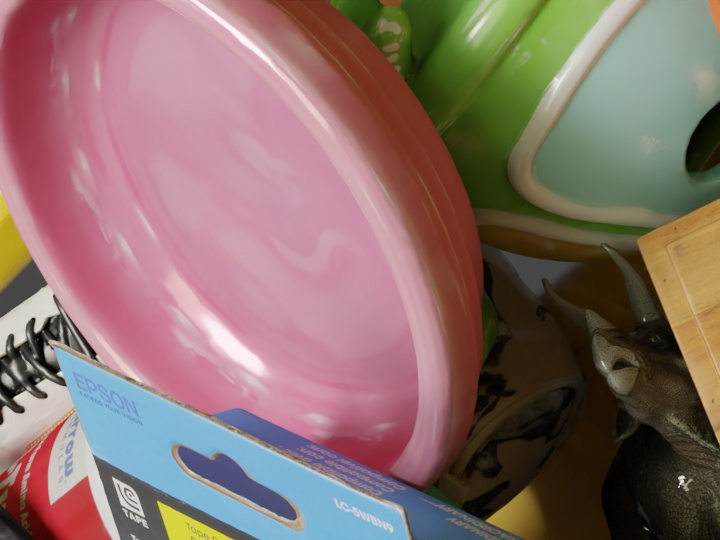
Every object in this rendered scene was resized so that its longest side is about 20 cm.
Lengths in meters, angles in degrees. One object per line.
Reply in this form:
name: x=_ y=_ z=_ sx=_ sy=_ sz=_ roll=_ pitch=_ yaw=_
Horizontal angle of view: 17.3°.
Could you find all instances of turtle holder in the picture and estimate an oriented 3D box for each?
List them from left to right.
turtle holder: x=0.060 y=-0.057 z=0.739 sx=0.186 sy=0.131 sz=0.141 roll=-59 pitch=12 yaw=-14

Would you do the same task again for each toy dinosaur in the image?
toy dinosaur: x=0.111 y=0.078 z=0.772 sx=0.200 sy=0.076 sz=0.103 roll=83 pitch=170 yaw=-59

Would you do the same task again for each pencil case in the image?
pencil case: x=0.000 y=0.000 z=0.846 sx=0.200 sy=0.089 sz=0.078 roll=52 pitch=143 yaw=21

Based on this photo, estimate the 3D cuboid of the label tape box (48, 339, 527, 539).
label tape box: x=0.000 y=0.104 z=0.691 sx=0.144 sy=0.063 sz=0.201 roll=21 pitch=136 yaw=40

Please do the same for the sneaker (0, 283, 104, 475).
sneaker: x=-0.123 y=0.044 z=0.968 sx=0.200 sy=0.080 sz=0.074 roll=-43 pitch=68 yaw=35

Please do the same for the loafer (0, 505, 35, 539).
loafer: x=-0.137 y=0.132 z=0.850 sx=0.200 sy=0.070 sz=0.069 roll=30 pitch=121 yaw=23

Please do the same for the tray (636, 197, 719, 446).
tray: x=0.186 y=-0.007 z=0.654 sx=0.199 sy=0.037 sz=0.099 roll=-27 pitch=64 yaw=14

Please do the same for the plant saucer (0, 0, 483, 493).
plant saucer: x=-0.035 y=-0.019 z=0.720 sx=0.200 sy=0.051 sz=0.201 roll=32 pitch=143 yaw=28

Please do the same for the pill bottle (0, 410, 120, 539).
pill bottle: x=-0.080 y=0.102 z=0.917 sx=0.200 sy=0.112 sz=0.113 roll=-39 pitch=72 yaw=37

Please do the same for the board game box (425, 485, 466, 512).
board game box: x=0.024 y=0.172 z=0.826 sx=0.152 sy=0.045 sz=0.201 roll=37 pitch=138 yaw=16

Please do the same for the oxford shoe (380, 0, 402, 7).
oxford shoe: x=0.034 y=-0.168 z=0.804 sx=0.071 sy=0.071 sz=0.201 roll=36 pitch=120 yaw=29

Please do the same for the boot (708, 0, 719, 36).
boot: x=0.140 y=-0.147 z=0.656 sx=0.075 sy=0.107 sz=0.201 roll=4 pitch=68 yaw=37
